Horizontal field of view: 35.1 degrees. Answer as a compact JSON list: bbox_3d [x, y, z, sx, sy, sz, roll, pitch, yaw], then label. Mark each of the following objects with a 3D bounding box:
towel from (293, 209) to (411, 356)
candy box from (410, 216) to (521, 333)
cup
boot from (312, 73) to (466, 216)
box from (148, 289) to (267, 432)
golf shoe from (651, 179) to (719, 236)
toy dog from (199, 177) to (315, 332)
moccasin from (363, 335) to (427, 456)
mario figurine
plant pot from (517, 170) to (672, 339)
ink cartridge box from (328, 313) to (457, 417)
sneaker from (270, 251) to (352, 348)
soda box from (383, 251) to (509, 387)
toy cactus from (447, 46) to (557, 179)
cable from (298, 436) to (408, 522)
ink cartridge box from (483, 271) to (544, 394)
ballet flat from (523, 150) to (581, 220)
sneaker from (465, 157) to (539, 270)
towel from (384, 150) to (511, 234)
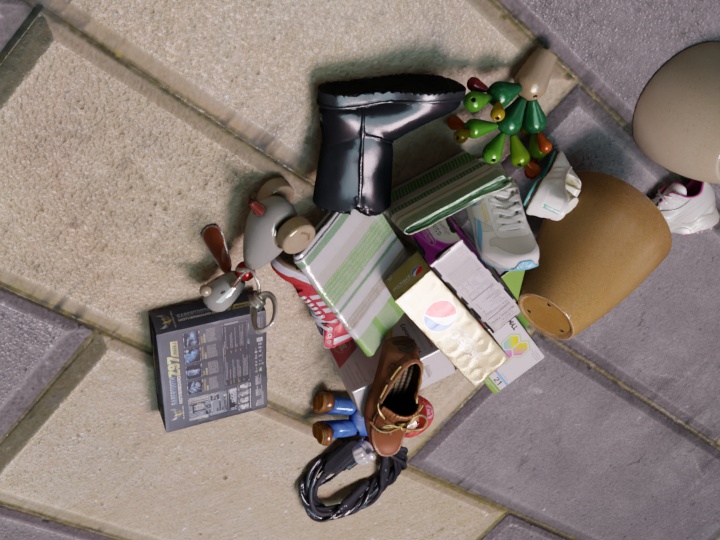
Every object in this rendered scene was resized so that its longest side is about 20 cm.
[{"bbox_3d":[0.000,0.000,1.561,0.150,0.031,0.201,-50,126,-21],"label":"towel"},{"bbox_3d":[0.140,-0.016,1.612,0.061,0.137,0.200,-37,136,8],"label":"candy box"},{"bbox_3d":[0.517,-0.206,1.643,0.198,0.144,0.202,-15,133,-17],"label":"cup"},{"bbox_3d":[0.034,-0.160,1.462,0.198,0.077,0.170,-7,120,-14],"label":"boot"},{"bbox_3d":[-0.213,0.130,1.612,0.156,0.051,0.202,-13,133,-17],"label":"box"},{"bbox_3d":[0.465,-0.089,1.777,0.198,0.075,0.092,-20,119,-14],"label":"golf shoe"},{"bbox_3d":[-0.148,-0.029,1.467,0.096,0.131,0.202,18,100,-50],"label":"toy dog"},{"bbox_3d":[0.054,0.190,1.618,0.073,0.078,0.203,-2,127,-25],"label":"moccasin"},{"bbox_3d":[0.030,0.227,1.785,0.198,0.106,0.124,0,126,-25],"label":"mario figurine"},{"bbox_3d":[0.315,-0.005,1.625,0.200,0.185,0.187,-51,140,-23],"label":"plant pot"},{"bbox_3d":[0.063,0.120,1.702,0.198,0.117,0.068,-25,134,-7],"label":"ink cartridge box"},{"bbox_3d":[-0.063,0.042,1.602,0.199,0.072,0.113,21,119,-34],"label":"sneaker"},{"bbox_3d":[0.121,0.071,1.590,0.068,0.064,0.200,-40,119,5],"label":"soda box"},{"bbox_3d":[0.207,-0.219,1.524,0.199,0.102,0.166,27,93,-38],"label":"toy cactus"},{"bbox_3d":[-0.013,0.347,1.910,0.200,0.051,0.163,-46,138,11],"label":"cable"},{"bbox_3d":[0.248,0.079,1.791,0.199,0.076,0.148,-36,135,7],"label":"ink cartridge box"},{"bbox_3d":[0.271,-0.110,1.568,0.069,0.200,0.070,6,111,16],"label":"ballet flat"},{"bbox_3d":[0.189,-0.075,1.544,0.076,0.201,0.081,-8,130,-12],"label":"sneaker"},{"bbox_3d":[0.103,-0.102,1.486,0.151,0.200,0.024,-27,108,-3],"label":"towel"}]
